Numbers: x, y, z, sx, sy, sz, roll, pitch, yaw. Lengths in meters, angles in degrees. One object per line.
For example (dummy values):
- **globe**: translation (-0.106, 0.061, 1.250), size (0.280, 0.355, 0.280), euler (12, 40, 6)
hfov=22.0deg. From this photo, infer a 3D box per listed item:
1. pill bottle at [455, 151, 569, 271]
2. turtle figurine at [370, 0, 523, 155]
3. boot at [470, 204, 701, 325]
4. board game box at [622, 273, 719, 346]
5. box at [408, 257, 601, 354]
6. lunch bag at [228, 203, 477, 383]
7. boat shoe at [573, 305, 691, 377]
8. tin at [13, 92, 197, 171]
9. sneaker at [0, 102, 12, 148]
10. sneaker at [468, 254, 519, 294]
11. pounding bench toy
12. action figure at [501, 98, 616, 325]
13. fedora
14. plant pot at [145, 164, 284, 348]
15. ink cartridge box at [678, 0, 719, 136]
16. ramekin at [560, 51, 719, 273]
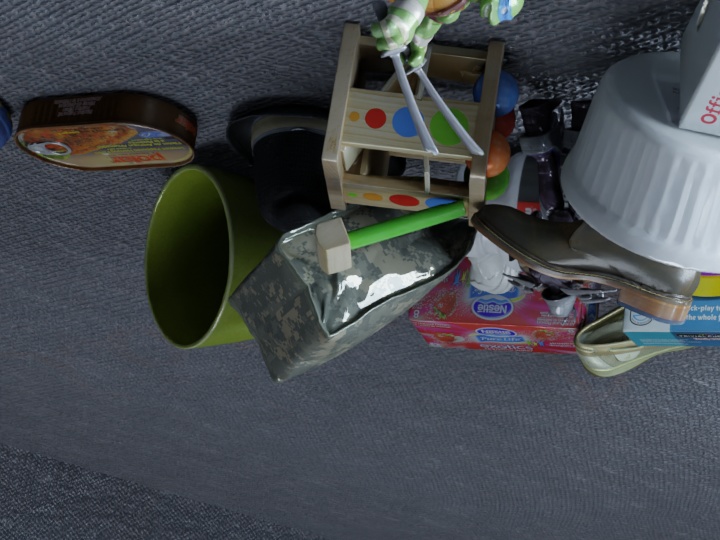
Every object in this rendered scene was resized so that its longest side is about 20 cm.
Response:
- **pill bottle**: translation (0.193, -0.054, 1.757), size (0.198, 0.117, 0.116), euler (4, 162, 15)
- **turtle figurine**: translation (0.011, -0.180, 1.363), size (0.193, 0.144, 0.201), euler (23, 122, 14)
- **boot**: translation (0.196, -0.038, 1.547), size (0.199, 0.098, 0.075), euler (23, -161, 7)
- **board game box**: translation (0.315, -0.036, 1.613), size (0.150, 0.202, 0.047), euler (-1, 161, 27)
- **box**: translation (0.163, 0.032, 2.073), size (0.198, 0.096, 0.100), euler (3, 161, 19)
- **lunch bag**: translation (0.000, 0.000, 1.718), size (0.199, 0.118, 0.164), euler (-26, 172, -26)
- **boat shoe**: translation (0.323, 0.047, 1.983), size (0.199, 0.074, 0.063), euler (-24, 150, 6)
- **tin**: translation (-0.253, -0.137, 1.846), size (0.198, 0.042, 0.112), euler (-1, 156, 28)
- **sneaker**: translation (-0.415, -0.147, 1.810), size (0.075, 0.089, 0.200), euler (-2, 161, 25)
- **sneaker**: translation (0.131, -0.042, 1.917), size (0.098, 0.079, 0.200), euler (17, 153, -3)
- **pounding bench toy**: translation (0.050, -0.087, 1.583), size (0.154, 0.202, 0.124), euler (8, 162, 5)
- **action figure**: translation (0.184, -0.050, 1.635), size (0.129, 0.202, 0.069), euler (7, -169, 33)
- **fedora**: translation (-0.049, -0.086, 1.810), size (0.199, 0.092, 0.201), euler (8, 162, 3)
- **plant pot**: translation (-0.097, -0.011, 1.952), size (0.199, 0.189, 0.187), euler (2, 169, -34)
- **ink cartridge box**: translation (0.348, -0.158, 1.363), size (0.198, 0.088, 0.146), euler (13, 149, -3)
- **ramekin**: translation (0.267, -0.092, 1.477), size (0.198, 0.201, 0.098), euler (10, 123, -3)
